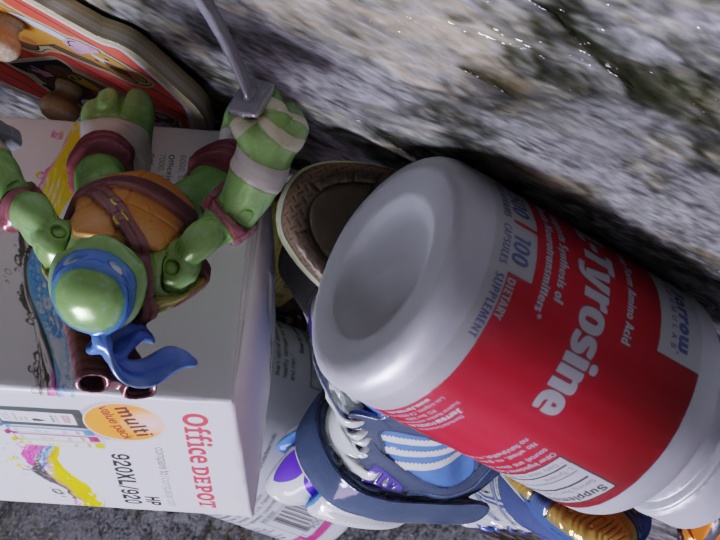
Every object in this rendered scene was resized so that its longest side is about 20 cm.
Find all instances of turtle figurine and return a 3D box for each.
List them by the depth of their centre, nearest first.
[{"bbox_3d":[-0.094,-0.062,1.070,0.200,0.144,0.194,60,-167,-7],"label":"turtle figurine"}]

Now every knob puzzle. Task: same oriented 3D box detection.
[{"bbox_3d":[-0.155,-0.096,1.213,0.219,0.031,0.220,21,168,5],"label":"knob puzzle"}]

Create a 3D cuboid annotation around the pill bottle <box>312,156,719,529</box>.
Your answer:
[{"bbox_3d":[0.086,0.040,1.135,0.200,0.113,0.112,28,171,-28],"label":"pill bottle"}]

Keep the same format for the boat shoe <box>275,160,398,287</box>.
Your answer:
[{"bbox_3d":[0.038,0.002,1.212,0.200,0.072,0.076,28,-177,-26],"label":"boat shoe"}]

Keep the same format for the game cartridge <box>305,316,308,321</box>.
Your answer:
[{"bbox_3d":[-0.063,-0.003,1.588,0.199,0.041,0.133,22,168,18],"label":"game cartridge"}]

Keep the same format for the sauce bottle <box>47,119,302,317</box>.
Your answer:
[{"bbox_3d":[-0.098,-0.030,1.355,0.065,0.065,0.200,17,174,42],"label":"sauce bottle"}]

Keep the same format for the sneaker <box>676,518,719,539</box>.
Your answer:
[{"bbox_3d":[0.156,0.102,1.274,0.200,0.112,0.078,26,-142,25],"label":"sneaker"}]

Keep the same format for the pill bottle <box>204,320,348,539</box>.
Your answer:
[{"bbox_3d":[-0.094,0.070,1.390,0.200,0.114,0.113,22,174,-23],"label":"pill bottle"}]

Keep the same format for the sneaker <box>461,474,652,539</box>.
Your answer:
[{"bbox_3d":[0.089,0.112,1.405,0.075,0.088,0.200,-18,-142,-28],"label":"sneaker"}]

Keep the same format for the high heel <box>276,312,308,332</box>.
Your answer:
[{"bbox_3d":[-0.097,0.005,1.450,0.200,0.071,0.143,47,-179,9],"label":"high heel"}]

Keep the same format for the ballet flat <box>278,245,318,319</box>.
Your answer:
[{"bbox_3d":[0.000,0.000,1.361,0.064,0.067,0.200,52,-176,10],"label":"ballet flat"}]

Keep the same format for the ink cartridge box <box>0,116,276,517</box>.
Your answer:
[{"bbox_3d":[-0.145,0.023,1.231,0.199,0.145,0.147,3,153,3],"label":"ink cartridge box"}]

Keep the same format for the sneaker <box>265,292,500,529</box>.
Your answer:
[{"bbox_3d":[-0.003,0.080,1.284,0.200,0.146,0.081,23,-141,-53],"label":"sneaker"}]
